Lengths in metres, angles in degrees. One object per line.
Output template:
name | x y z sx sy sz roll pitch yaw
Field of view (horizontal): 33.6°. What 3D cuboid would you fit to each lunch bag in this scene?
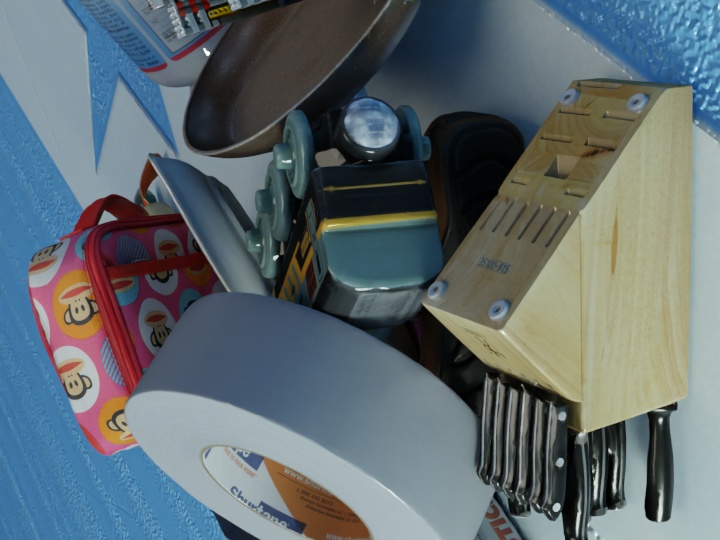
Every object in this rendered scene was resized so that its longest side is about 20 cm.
lunch bag | -0.148 0.029 0.858 0.082 0.200 0.176 -22 88 21

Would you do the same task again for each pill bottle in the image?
pill bottle | -0.132 -0.198 0.809 0.200 0.109 0.109 49 165 -31

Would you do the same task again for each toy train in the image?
toy train | -0.011 -0.010 0.649 0.200 0.085 0.114 118 145 -63

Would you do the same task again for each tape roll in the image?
tape roll | -0.026 0.098 0.652 0.200 0.066 0.200 23 152 13

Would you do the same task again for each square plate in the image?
square plate | -0.068 0.008 0.813 0.200 0.028 0.198 58 180 0

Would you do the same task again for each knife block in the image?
knife block | 0.124 0.031 0.588 0.200 0.176 0.064 -55 33 -10

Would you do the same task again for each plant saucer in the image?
plant saucer | -0.027 -0.140 0.702 0.200 0.032 0.200 -35 32 25

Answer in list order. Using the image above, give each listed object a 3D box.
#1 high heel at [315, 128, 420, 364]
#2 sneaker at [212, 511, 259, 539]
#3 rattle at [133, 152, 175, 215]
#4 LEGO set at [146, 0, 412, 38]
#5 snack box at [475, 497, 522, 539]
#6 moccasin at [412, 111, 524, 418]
high heel | 0.000 0.000 0.761 0.096 0.067 0.200 -171 67 -69
sneaker | -0.036 0.211 0.912 0.200 0.070 0.109 15 132 41
rattle | -0.213 0.003 1.080 0.130 0.143 0.200 126 122 -76
LEGO set | -0.045 -0.200 0.595 0.200 0.116 0.154 0 112 46
snack box | 0.099 0.216 0.716 0.200 0.024 0.072 56 145 34
moccasin | 0.058 0.013 0.671 0.078 0.074 0.202 -154 53 -71
